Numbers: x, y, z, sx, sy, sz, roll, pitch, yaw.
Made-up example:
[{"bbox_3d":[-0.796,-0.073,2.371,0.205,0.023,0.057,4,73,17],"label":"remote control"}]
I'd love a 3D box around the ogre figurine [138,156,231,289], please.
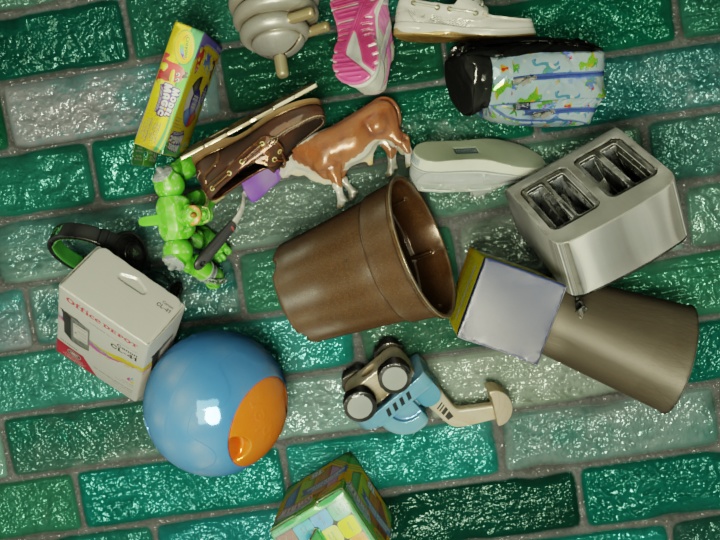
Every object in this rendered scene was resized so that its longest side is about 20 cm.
[{"bbox_3d":[-0.244,-0.072,1.051,0.098,0.120,0.201,15,101,21],"label":"ogre figurine"}]

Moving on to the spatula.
[{"bbox_3d":[-0.176,-0.079,1.042,0.021,0.057,0.200,17,61,25],"label":"spatula"}]

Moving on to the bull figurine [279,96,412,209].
[{"bbox_3d":[-0.021,-0.167,1.064,0.200,0.065,0.122,-30,97,7],"label":"bull figurine"}]

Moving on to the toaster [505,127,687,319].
[{"bbox_3d":[0.312,-0.073,0.984,0.181,0.200,0.119,-30,130,4],"label":"toaster"}]

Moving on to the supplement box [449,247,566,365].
[{"bbox_3d":[0.190,0.042,1.005,0.109,0.200,0.110,20,96,1],"label":"supplement box"}]

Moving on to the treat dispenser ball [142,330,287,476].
[{"bbox_3d":[-0.202,0.184,1.036,0.200,0.201,0.202,0,95,2],"label":"treat dispenser ball"}]

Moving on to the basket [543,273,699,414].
[{"bbox_3d":[0.344,0.089,1.032,0.199,0.180,0.136,19,129,8],"label":"basket"}]

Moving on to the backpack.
[{"bbox_3d":[0.233,-0.258,1.008,0.199,0.163,0.154,-18,103,-3],"label":"backpack"}]

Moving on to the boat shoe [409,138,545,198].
[{"bbox_3d":[0.163,-0.142,1.057,0.200,0.070,0.072,-1,134,-14],"label":"boat shoe"}]

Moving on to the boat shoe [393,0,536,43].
[{"bbox_3d":[0.147,-0.357,1.034,0.199,0.071,0.070,4,96,4],"label":"boat shoe"}]

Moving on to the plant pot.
[{"bbox_3d":[0.000,0.000,1.009,0.198,0.200,0.201,-21,94,21],"label":"plant pot"}]

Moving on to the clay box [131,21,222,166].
[{"bbox_3d":[-0.259,-0.236,1.042,0.047,0.115,0.201,20,97,0],"label":"clay box"}]

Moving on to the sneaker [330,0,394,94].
[{"bbox_3d":[0.005,-0.334,1.042,0.081,0.088,0.201,0,74,19],"label":"sneaker"}]

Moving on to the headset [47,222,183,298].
[{"bbox_3d":[-0.352,0.001,1.064,0.200,0.123,0.094,23,60,-24],"label":"headset"}]

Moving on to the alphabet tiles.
[{"bbox_3d":[-0.151,-0.207,1.008,0.200,0.167,0.008,-29,106,-1],"label":"alphabet tiles"}]

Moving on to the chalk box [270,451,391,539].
[{"bbox_3d":[-0.038,0.367,1.046,0.124,0.200,0.125,-32,94,5],"label":"chalk box"}]

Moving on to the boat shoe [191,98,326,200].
[{"bbox_3d":[-0.131,-0.162,1.008,0.200,0.070,0.070,-27,73,10],"label":"boat shoe"}]

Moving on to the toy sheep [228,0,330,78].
[{"bbox_3d":[-0.116,-0.364,1.016,0.137,0.138,0.201,-7,79,3],"label":"toy sheep"}]

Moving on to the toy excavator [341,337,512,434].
[{"bbox_3d":[0.095,0.189,1.087,0.194,0.100,0.200,-40,106,7],"label":"toy excavator"}]

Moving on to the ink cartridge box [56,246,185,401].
[{"bbox_3d":[-0.341,0.080,1.034,0.147,0.200,0.086,33,54,1],"label":"ink cartridge box"}]
